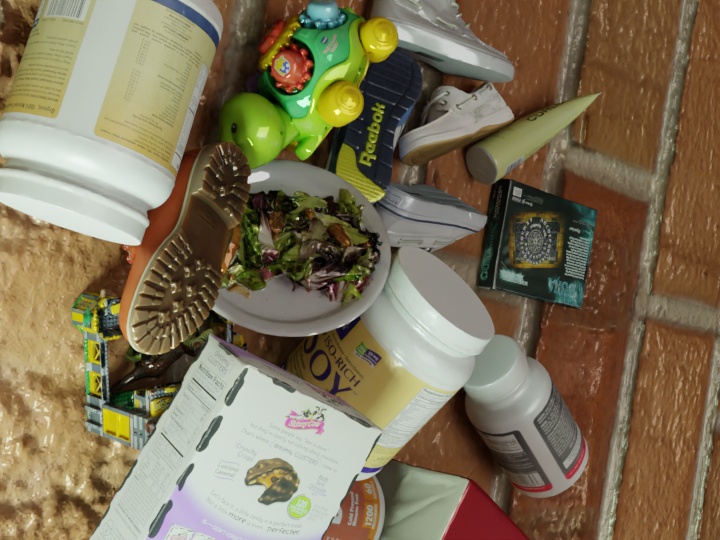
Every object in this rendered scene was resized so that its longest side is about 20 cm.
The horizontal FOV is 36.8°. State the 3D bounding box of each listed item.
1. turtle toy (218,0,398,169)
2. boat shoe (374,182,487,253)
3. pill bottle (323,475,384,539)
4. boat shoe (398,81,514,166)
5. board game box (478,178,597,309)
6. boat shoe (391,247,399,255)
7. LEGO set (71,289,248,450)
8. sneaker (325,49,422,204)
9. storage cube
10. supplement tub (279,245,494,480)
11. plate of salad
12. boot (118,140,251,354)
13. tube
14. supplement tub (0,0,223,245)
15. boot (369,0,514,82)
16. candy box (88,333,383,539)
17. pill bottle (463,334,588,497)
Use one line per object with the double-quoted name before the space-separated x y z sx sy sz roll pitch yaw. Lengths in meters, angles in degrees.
"turtle toy" -0.058 -0.174 1.017 0.101 0.145 0.201 35 69 -18
"boat shoe" 0.069 -0.054 1.195 0.199 0.073 0.067 8 113 -54
"pill bottle" -0.077 0.228 1.054 0.199 0.111 0.114 20 81 -44
"boat shoe" 0.097 -0.170 1.211 0.199 0.070 0.070 -27 91 -51
"board game box" 0.229 -0.030 1.382 0.199 0.028 0.137 13 87 -45
"boat shoe" 0.000 0.000 1.140 0.199 0.074 0.070 20 105 -45
"LEGO set" -0.152 0.081 0.958 0.199 0.115 0.156 5 92 -45
"sneaker" 0.007 -0.144 1.123 0.073 0.082 0.202 23 62 -7
"storage cube" 0.063 0.324 1.164 0.180 0.170 0.201 48 63 -36
"supplement tub" 0.020 0.090 1.054 0.145 0.146 0.200 20 119 -44
"plate of salad" -0.067 -0.031 0.981 0.200 0.199 0.048 -40 160 -33
"boot" -0.170 -0.017 0.920 0.075 0.106 0.202 53 44 -43
"tube" 0.209 -0.170 1.322 0.199 0.058 0.052 -33 142 -32
"supplement tub" -0.203 -0.134 0.862 0.144 0.143 0.202 25 78 -43
"boot" 0.098 -0.274 1.184 0.198 0.073 0.097 12 86 -38
"candy box" -0.100 0.179 0.901 0.167 0.071 0.201 32 88 -39
"pill bottle" 0.193 0.175 1.315 0.111 0.110 0.201 -52 128 -26
